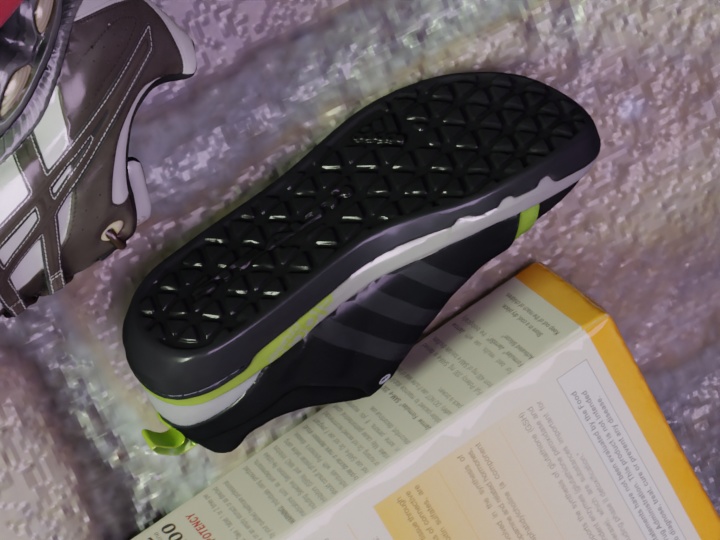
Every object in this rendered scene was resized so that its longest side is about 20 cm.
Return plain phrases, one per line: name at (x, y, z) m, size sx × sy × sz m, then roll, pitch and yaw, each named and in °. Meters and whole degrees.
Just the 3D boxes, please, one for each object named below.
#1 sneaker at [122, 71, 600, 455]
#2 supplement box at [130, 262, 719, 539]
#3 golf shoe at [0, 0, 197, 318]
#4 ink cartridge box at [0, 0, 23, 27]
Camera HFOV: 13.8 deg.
sneaker at (0.000, 0.000, 1.099) m, size 0.200 × 0.072 × 0.083 m, roll -29°, pitch 139°, yaw -8°
supplement box at (0.026, 0.107, 1.127) m, size 0.200 × 0.074 × 0.126 m, roll -34°, pitch 116°, yaw -8°
golf shoe at (-0.121, -0.011, 1.032) m, size 0.094 × 0.078 × 0.200 m, roll 20°, pitch 101°, yaw -27°
ink cartridge box at (-0.187, -0.154, 0.929) m, size 0.200 × 0.083 × 0.146 m, roll 50°, pitch 62°, yaw -27°
